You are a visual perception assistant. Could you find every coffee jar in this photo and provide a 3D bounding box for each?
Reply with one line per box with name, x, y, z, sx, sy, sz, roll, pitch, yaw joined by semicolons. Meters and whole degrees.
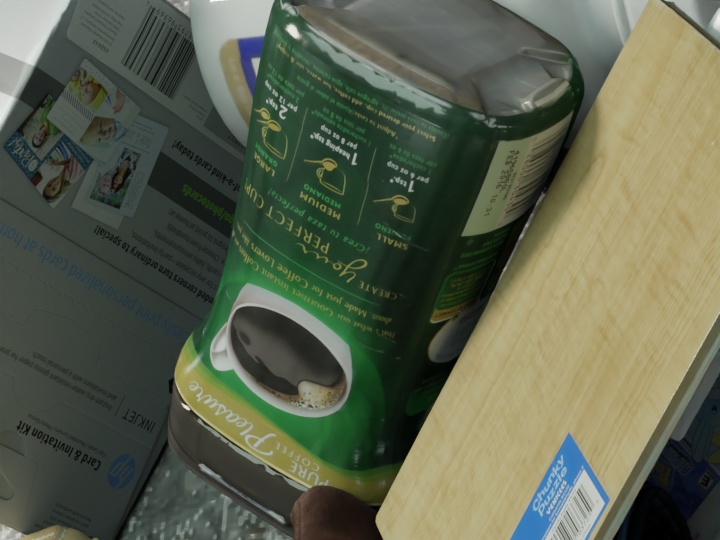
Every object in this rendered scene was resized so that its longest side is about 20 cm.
coffee jar;0.000;0.000;0.887;0.104;0.085;0.201;31;125;19

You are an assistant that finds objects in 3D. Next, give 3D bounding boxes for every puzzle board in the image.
puzzle board;0.069;0.027;0.776;0.201;0.017;0.151;-63;19;14

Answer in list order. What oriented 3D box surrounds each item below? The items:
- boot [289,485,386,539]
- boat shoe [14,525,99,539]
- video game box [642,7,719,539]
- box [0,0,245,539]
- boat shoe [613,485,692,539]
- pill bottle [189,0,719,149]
boot;0.047;0.167;0.827;0.072;0.200;0.167;-44;15;24
boat shoe;-0.179;0.139;0.986;0.200;0.065;0.072;-30;14;33
video game box;0.140;0.049;0.805;0.200;0.047;0.183;47;114;31
box;-0.110;-0.004;0.976;0.041;0.156;0.201;21;82;41
boat shoe;0.086;0.131;0.733;0.069;0.084;0.200;-42;38;16
pill bottle;0.049;-0.102;0.937;0.199;0.120;0.120;-2;68;33
